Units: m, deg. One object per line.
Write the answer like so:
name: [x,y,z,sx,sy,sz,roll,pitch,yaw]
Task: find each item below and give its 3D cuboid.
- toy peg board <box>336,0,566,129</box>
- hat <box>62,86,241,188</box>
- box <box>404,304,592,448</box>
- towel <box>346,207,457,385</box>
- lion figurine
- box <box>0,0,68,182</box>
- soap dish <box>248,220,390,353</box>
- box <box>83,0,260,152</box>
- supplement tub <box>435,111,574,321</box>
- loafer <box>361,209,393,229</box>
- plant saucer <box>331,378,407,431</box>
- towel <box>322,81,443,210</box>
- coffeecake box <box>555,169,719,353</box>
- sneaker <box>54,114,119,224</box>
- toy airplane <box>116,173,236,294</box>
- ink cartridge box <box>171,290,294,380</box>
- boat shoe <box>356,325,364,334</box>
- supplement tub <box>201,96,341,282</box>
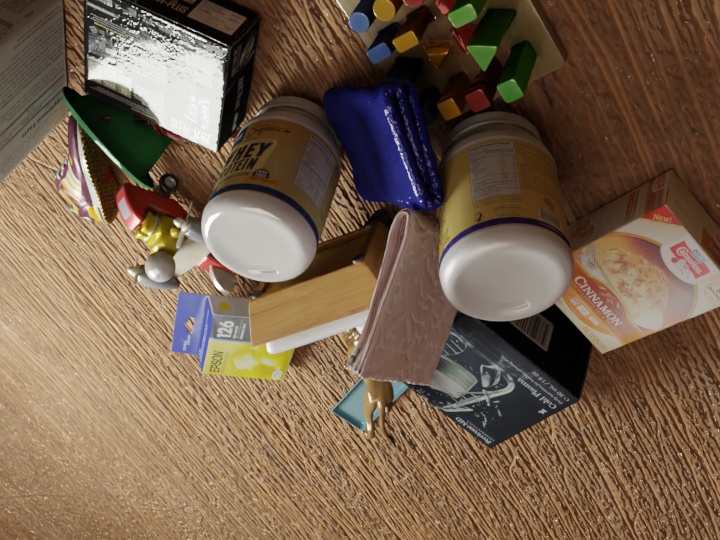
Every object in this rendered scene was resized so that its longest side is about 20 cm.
toy peg board: [0.083,-0.247,0.899,0.197,0.098,0.201,-19,120,38]
hat: [-0.273,-0.226,1.144,0.175,0.166,0.200,-40,124,3]
box: [0.182,0.118,1.175,0.199,0.125,0.196,37,138,-9]
towel: [0.065,0.039,0.998,0.032,0.194,0.199,19,179,29]
lion figurine: [0.014,0.139,1.182,0.123,0.071,0.202,99,148,-57]
box: [-0.485,-0.255,1.120,0.103,0.185,0.202,22,137,4]
soap dish: [-0.042,0.018,1.075,0.197,0.158,0.082,-19,110,19]
box: [-0.239,-0.270,1.050,0.197,0.087,0.165,24,137,5]
supplement tub: [0.155,-0.063,0.937,0.142,0.203,0.147,0,141,0]
loafer: [0.000,0.000,1.190,0.071,0.073,0.200,36,136,-6]
plant saucer: [0.019,0.208,1.418,0.069,0.019,0.200,33,138,-5]
towel: [0.028,-0.148,0.973,0.150,0.049,0.199,67,164,-18]
coffeecake box: [0.333,-0.004,1.017,0.153,0.074,0.199,44,134,-15]
sneaker: [-0.427,-0.155,1.264,0.088,0.076,0.203,11,134,10]
toy airplane: [-0.267,-0.028,1.252,0.195,0.142,0.203,11,134,16]
ink cartridge box: [-0.203,0.110,1.356,0.196,0.048,0.199,4,146,-14]
boat shoe: [0.076,0.025,1.134,0.197,0.074,0.066,-22,107,10]
supplement tub: [-0.103,-0.104,1.042,0.141,0.202,0.146,9,141,8]
